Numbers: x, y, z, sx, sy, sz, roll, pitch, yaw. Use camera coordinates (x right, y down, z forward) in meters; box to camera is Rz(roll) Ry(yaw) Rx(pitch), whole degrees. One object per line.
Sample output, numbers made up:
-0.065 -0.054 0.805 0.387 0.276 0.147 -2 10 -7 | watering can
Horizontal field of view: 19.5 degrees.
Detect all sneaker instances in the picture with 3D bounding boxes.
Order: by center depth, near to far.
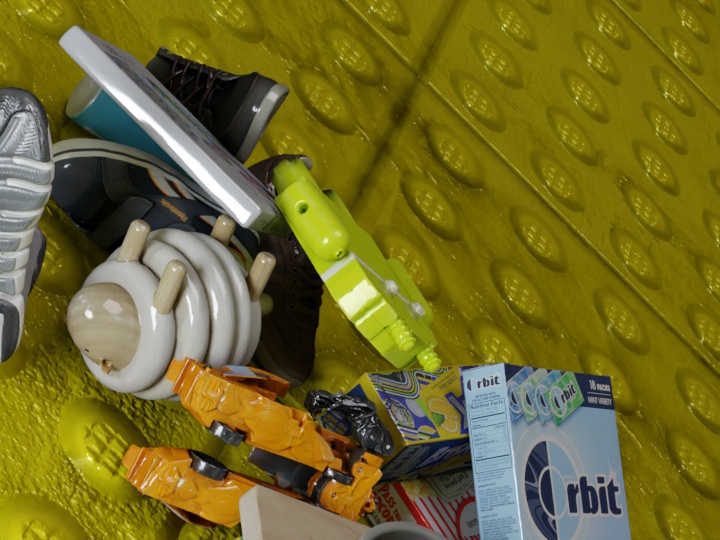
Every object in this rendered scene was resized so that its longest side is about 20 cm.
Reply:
-0.246 -0.045 1.435 0.075 0.201 0.116 13 24 -3 | sneaker
-0.161 -0.034 1.634 0.199 0.078 0.080 23 47 -29 | sneaker
-0.061 -0.006 1.721 0.070 0.075 0.201 20 49 -51 | sneaker
-0.132 -0.142 1.753 0.106 0.075 0.200 34 -13 -12 | sneaker

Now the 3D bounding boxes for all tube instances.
-0.157 -0.092 1.755 0.200 0.050 0.078 39 31 -31 | tube

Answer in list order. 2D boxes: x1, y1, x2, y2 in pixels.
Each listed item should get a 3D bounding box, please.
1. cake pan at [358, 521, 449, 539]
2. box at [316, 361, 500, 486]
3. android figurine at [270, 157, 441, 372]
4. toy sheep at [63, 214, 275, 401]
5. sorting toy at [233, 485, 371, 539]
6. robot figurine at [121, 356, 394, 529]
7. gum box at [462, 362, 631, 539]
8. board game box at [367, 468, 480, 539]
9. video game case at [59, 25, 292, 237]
0.050 0.271 1.446 0.200 0.037 0.201 35 35 -29 | cake pan
0.056 0.121 1.671 0.200 0.064 0.070 0 54 -56 | box
0.000 0.000 1.625 0.182 0.041 0.200 42 11 -52 | android figurine
-0.133 0.030 1.535 0.199 0.138 0.138 -2 55 -45 | toy sheep
-0.012 0.276 1.462 0.199 0.069 0.200 26 40 -38 | sorting toy
-0.067 0.138 1.511 0.199 0.146 0.058 26 3 -38 | robot figurine
0.154 0.181 1.677 0.169 0.044 0.201 9 72 -53 | gum box
0.085 0.218 1.708 0.201 0.046 0.151 56 29 13 | board game box
-0.136 -0.103 1.620 0.200 0.024 0.182 45 4 6 | video game case
